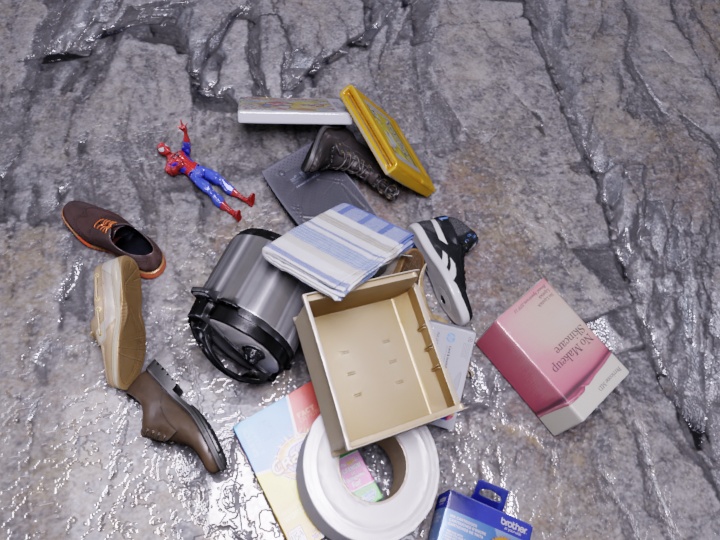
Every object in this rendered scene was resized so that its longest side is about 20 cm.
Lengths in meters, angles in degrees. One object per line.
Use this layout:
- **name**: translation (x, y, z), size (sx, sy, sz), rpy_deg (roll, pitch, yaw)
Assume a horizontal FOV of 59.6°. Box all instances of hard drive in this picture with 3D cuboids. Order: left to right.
- **hard drive**: translation (-0.073, -0.125, 1.122), size (0.134, 0.043, 0.201), rpy_deg (-34, 74, -21)

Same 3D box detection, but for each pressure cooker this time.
- **pressure cooker**: translation (-0.162, 0.061, 0.946), size (0.173, 0.179, 0.203), rpy_deg (25, 63, 0)

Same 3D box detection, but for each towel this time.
- **towel**: translation (-0.027, -0.033, 0.890), size (0.145, 0.024, 0.199), rpy_deg (27, 38, 24)

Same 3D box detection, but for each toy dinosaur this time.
- **toy dinosaur**: translation (0.113, 0.099, 1.052), size (0.099, 0.058, 0.204), rpy_deg (-18, 77, -33)

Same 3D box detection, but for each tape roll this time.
- **tape roll**: translation (0.010, 0.280, 0.885), size (0.197, 0.071, 0.207), rpy_deg (7, 61, -13)

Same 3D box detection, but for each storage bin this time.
- **storage bin**: translation (0.028, 0.123, 0.864), size (0.194, 0.094, 0.204), rpy_deg (-12, 72, -24)

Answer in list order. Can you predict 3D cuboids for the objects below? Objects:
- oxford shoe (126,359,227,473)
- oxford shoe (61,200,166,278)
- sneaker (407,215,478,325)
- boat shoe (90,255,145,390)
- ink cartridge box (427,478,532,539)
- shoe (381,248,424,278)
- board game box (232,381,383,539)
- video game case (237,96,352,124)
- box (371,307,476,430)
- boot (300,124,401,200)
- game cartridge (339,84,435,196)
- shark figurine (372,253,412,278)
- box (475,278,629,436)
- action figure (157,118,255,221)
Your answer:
- **oxford shoe**: translation (-0.269, 0.229, 0.915), size (0.084, 0.073, 0.199), rpy_deg (-41, 65, -20)
- **oxford shoe**: translation (-0.404, -0.066, 1.024), size (0.197, 0.073, 0.072), rpy_deg (29, 64, 5)
- **sneaker**: translation (0.171, -0.013, 1.092), size (0.110, 0.073, 0.203), rpy_deg (-20, 69, -16)
- **boat shoe**: translation (-0.378, 0.082, 0.967), size (0.067, 0.074, 0.206), rpy_deg (-8, 74, 14)
- **ink cartridge box**: translation (0.160, 0.408, 0.896), size (0.134, 0.077, 0.203), rpy_deg (21, 62, 1)
- **shoe**: translation (0.042, 0.049, 1.060), size (0.070, 0.053, 0.202), rpy_deg (49, 62, -33)
- **board game box**: translation (-0.080, 0.286, 0.931), size (0.151, 0.041, 0.202), rpy_deg (-26, 72, -19)
- **video game case**: translation (-0.122, -0.291, 1.138), size (0.194, 0.023, 0.183), rpy_deg (-2, 23, -10)
- **box**: translation (0.066, 0.147, 0.979), size (0.195, 0.041, 0.160), rpy_deg (13, 95, -1)
- **boot**: translation (-0.001, -0.184, 1.105), size (0.172, 0.070, 0.201), rpy_deg (35, 36, -2)
- **game cartridge**: translation (0.055, -0.225, 1.118), size (0.032, 0.199, 0.179), rpy_deg (-35, 71, 21)
- **shark figurine**: translation (0.009, 0.003, 0.994), size (0.125, 0.214, 0.092), rpy_deg (11, 94, 12)
- **box**: translation (0.307, 0.140, 1.023), size (0.127, 0.110, 0.201), rpy_deg (-35, 74, -22)
- **action figure**: translation (-0.276, -0.178, 1.086), size (0.198, 0.100, 0.066), rpy_deg (33, 63, 10)
